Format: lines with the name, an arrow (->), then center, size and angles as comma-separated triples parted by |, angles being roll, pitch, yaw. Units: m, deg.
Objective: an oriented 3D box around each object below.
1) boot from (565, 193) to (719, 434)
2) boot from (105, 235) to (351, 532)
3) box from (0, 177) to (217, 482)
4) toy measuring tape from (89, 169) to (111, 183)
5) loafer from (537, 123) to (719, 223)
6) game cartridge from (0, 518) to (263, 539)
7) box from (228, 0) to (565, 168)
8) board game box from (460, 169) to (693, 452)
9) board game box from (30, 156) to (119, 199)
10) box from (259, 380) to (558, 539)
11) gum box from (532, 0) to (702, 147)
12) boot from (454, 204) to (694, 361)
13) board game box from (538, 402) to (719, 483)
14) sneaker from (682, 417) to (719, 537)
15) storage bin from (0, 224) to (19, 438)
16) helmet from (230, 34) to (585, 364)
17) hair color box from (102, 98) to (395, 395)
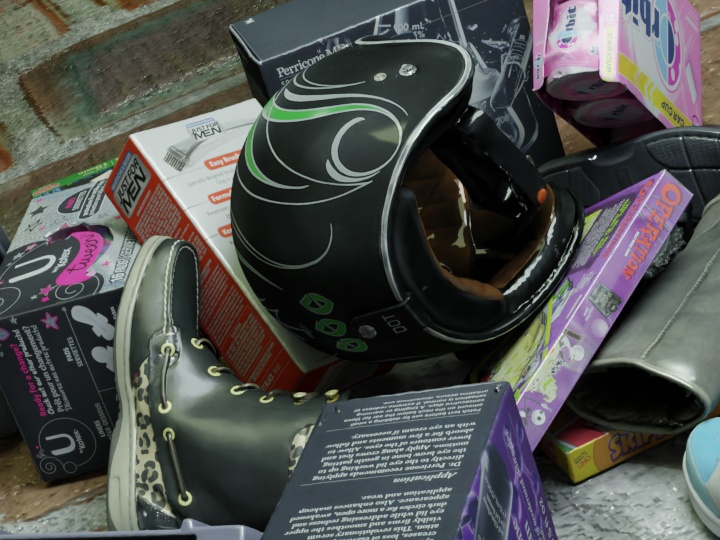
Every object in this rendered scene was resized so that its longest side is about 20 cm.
boot -> 0.230, 0.014, 1.206 | 0.182, 0.073, 0.200 | -13, 18, 41
boot -> -0.070, 0.074, 1.267 | 0.153, 0.073, 0.204 | -5, 69, 21
box -> -0.175, 0.031, 1.439 | 0.114, 0.132, 0.200 | -16, 25, 10
toy measuring tape -> -0.135, -0.048, 1.589 | 0.200, 0.074, 0.074 | 32, 52, 33
loafer -> 0.212, -0.072, 1.458 | 0.200, 0.072, 0.063 | -6, 23, 33
game cartridge -> -0.119, 0.164, 1.153 | 0.199, 0.039, 0.130 | -5, -15, 26
box -> 0.030, -0.121, 1.550 | 0.200, 0.183, 0.104 | -23, 25, -7
board game box -> 0.109, 0.036, 1.222 | 0.200, 0.032, 0.120 | -55, 7, -22
board game box -> -0.183, -0.047, 1.721 | 0.151, 0.037, 0.200 | -22, 26, -8
box -> 0.024, 0.169, 1.001 | 0.104, 0.148, 0.200 | -8, 28, 20
gum box -> 0.180, -0.155, 1.466 | 0.066, 0.114, 0.200 | -5, -16, 25
boot -> 0.142, -0.018, 1.390 | 0.162, 0.073, 0.198 | -13, 32, 18
board game box -> 0.194, 0.058, 1.255 | 0.200, 0.030, 0.096 | -22, 25, -11
sneaker -> 0.216, 0.085, 1.057 | 0.079, 0.131, 0.200 | -27, 25, -15
storage bin -> -0.328, 0.071, 1.489 | 0.199, 0.146, 0.135 | -18, 52, 2
helmet -> 0.016, -0.043, 1.260 | 0.200, 0.200, 0.190 | -34, 25, -29
hair color box -> -0.064, -0.010, 1.365 | 0.111, 0.200, 0.064 | -20, -24, -40
